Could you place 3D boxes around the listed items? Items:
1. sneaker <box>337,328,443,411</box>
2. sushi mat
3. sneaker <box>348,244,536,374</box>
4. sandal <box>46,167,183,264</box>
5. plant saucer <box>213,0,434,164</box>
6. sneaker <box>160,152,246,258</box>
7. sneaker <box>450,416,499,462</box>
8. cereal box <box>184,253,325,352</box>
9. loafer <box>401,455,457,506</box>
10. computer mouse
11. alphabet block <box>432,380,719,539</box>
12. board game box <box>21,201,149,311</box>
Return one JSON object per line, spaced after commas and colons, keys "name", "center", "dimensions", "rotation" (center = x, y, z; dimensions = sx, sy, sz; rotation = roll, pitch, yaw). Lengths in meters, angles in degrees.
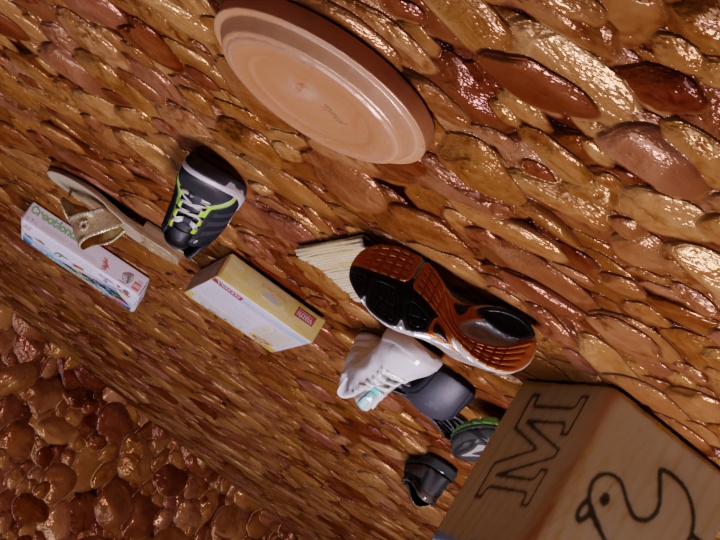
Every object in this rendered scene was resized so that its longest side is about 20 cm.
{"name": "sneaker", "center": [0.027, 0.120, 2.027], "dimensions": [0.075, 0.089, 0.200], "rotation": [37, 164, -12]}
{"name": "sushi mat", "center": [0.000, 0.000, 1.849], "dimensions": [0.095, 0.012, 0.200], "rotation": [36, 165, -16]}
{"name": "sneaker", "center": [0.076, 0.048, 1.735], "dimensions": [0.199, 0.076, 0.092], "rotation": [31, 170, 10]}
{"name": "sandal", "center": [-0.326, -0.051, 2.246], "dimensions": [0.211, 0.070, 0.078], "rotation": [30, 165, 10]}
{"name": "plant saucer", "center": [-0.033, -0.145, 1.417], "dimensions": [0.200, 0.032, 0.200], "rotation": [30, 166, 8]}
{"name": "sneaker", "center": [-0.169, -0.057, 1.877], "dimensions": [0.071, 0.083, 0.200], "rotation": [31, 165, 4]}
{"name": "sneaker", "center": [0.180, 0.225, 2.038], "dimensions": [0.199, 0.084, 0.077], "rotation": [15, 157, 37]}
{"name": "cereal box", "center": [-0.134, 0.043, 2.211], "dimensions": [0.144, 0.040, 0.200], "rotation": [36, 165, -11]}
{"name": "loafer", "center": [0.087, 0.309, 2.558], "dimensions": [0.072, 0.063, 0.200], "rotation": [32, 165, 2]}
{"name": "computer mouse", "center": [0.101, 0.169, 2.116], "dimensions": [0.140, 0.046, 0.200], "rotation": [37, 165, -11]}
{"name": "alphabet block", "center": [0.226, 0.248, 1.809], "dimensions": [0.195, 0.201, 0.196], "rotation": [37, 165, -21]}
{"name": "board game box", "center": [-0.399, -0.018, 2.572], "dimensions": [0.199, 0.035, 0.126], "rotation": [34, 165, -3]}
